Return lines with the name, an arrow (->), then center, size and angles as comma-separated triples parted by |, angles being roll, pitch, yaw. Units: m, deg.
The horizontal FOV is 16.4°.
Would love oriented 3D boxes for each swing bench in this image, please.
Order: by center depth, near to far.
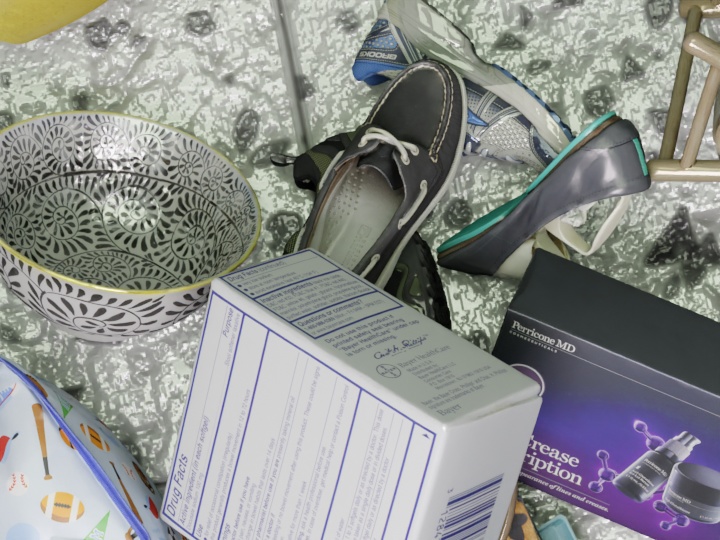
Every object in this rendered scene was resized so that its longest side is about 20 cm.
swing bench -> 0.309, -0.142, 1.655 | 0.199, 0.130, 0.199 | 15, 44, 3

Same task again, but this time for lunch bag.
lunch bag -> -0.215, 0.141, 1.659 | 0.124, 0.170, 0.200 | -34, 82, -1

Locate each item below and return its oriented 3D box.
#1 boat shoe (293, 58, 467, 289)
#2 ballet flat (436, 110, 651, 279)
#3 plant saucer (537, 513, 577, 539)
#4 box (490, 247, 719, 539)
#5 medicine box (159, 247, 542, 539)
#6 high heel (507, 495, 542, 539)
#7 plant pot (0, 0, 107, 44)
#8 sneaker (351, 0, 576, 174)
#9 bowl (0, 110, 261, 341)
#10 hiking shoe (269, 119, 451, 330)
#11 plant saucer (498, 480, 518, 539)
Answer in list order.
boat shoe -> 0.011, -0.058, 1.669 | 0.074, 0.060, 0.200 | 27, 79, 18
ballet flat -> 0.125, -0.031, 1.671 | 0.073, 0.200, 0.073 | 19, 53, -28
plant saucer -> 0.067, 0.241, 1.673 | 0.200, 0.019, 0.070 | -30, 99, -14
box -> 0.180, 0.092, 1.653 | 0.200, 0.141, 0.079 | 22, 38, 7
medicine box -> -0.011, 0.114, 1.566 | 0.200, 0.103, 0.183 | 32, 121, 30
high heel -> 0.162, 0.233, 1.653 | 0.199, 0.071, 0.143 | 11, 93, -8
plant pot -> -0.235, -0.243, 1.729 | 0.200, 0.200, 0.142 | 40, 109, 8
sneaker -> 0.077, -0.106, 1.740 | 0.200, 0.077, 0.085 | 41, 95, 16
bowl -> -0.173, -0.014, 1.702 | 0.200, 0.094, 0.201 | 9, 37, -7
hiking shoe -> 0.000, 0.000, 1.726 | 0.100, 0.076, 0.201 | -17, 71, 9
plant saucer -> 0.020, 0.137, 1.651 | 0.200, 0.029, 0.201 | -3, 84, 30
